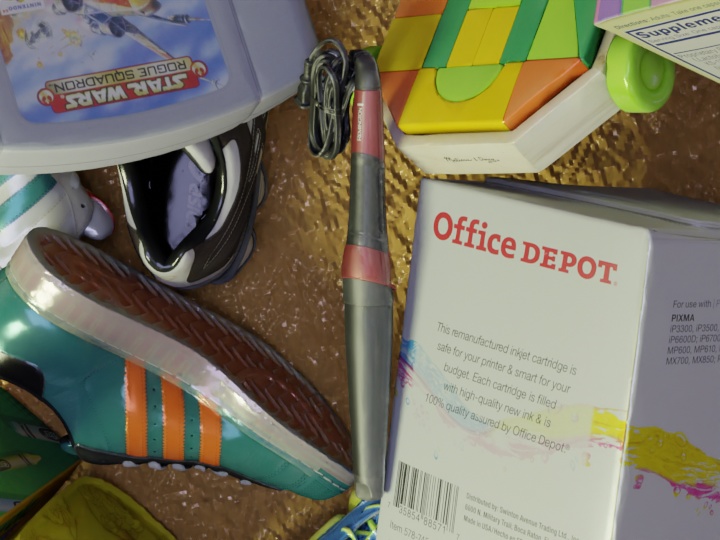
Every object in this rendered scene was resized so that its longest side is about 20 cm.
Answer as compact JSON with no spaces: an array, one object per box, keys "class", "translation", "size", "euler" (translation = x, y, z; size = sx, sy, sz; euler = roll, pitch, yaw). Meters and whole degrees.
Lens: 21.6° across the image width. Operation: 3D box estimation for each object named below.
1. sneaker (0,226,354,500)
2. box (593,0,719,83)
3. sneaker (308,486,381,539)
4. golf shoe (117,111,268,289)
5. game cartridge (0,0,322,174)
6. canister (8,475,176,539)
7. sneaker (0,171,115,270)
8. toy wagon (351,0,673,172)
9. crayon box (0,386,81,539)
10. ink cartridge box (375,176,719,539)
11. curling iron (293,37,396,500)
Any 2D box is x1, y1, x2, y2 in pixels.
[{"class":"sneaker","translation":[-0.093,0.061,0.889],"size":[0.200,0.071,0.080],"euler":[34,109,-19]},{"class":"box","translation":[0.205,-0.154,0.750],"size":[0.200,0.097,0.177],"euler":[18,75,-35]},{"class":"sneaker","translation":[-0.006,0.156,0.886],"size":[0.200,0.105,0.076],"euler":[-37,92,10]},{"class":"golf shoe","translation":[-0.073,-0.089,0.868],"size":[0.077,0.094,0.201],"euler":[1,96,8]},{"class":"game cartridge","translation":[-0.116,-0.111,0.804],"size":[0.199,0.042,0.134],"euler":[-14,76,-27]},{"class":"canister","translation":[-0.179,0.206,0.893],"size":[0.087,0.149,0.200],"euler":[43,102,-1]},{"class":"sneaker","translation":[-0.165,-0.050,0.907],"size":[0.093,0.070,0.201],"euler":[3,93,-17]},{"class":"toy wagon","translation":[0.077,-0.134,0.818],"size":[0.155,0.040,0.201],"euler":[2,64,43]},{"class":"crayon box","translation":[-0.209,0.130,0.858],"size":[0.058,0.200,0.119],"euler":[41,100,2]},{"class":"ink cartridge box","translation":[0.110,0.067,0.815],"size":[0.144,0.145,0.201],"euler":[0,101,-38]},{"class":"curling iron","translation":[0.000,0.000,0.813],"size":[0.025,0.050,0.201],"euler":[-10,98,-25]}]
